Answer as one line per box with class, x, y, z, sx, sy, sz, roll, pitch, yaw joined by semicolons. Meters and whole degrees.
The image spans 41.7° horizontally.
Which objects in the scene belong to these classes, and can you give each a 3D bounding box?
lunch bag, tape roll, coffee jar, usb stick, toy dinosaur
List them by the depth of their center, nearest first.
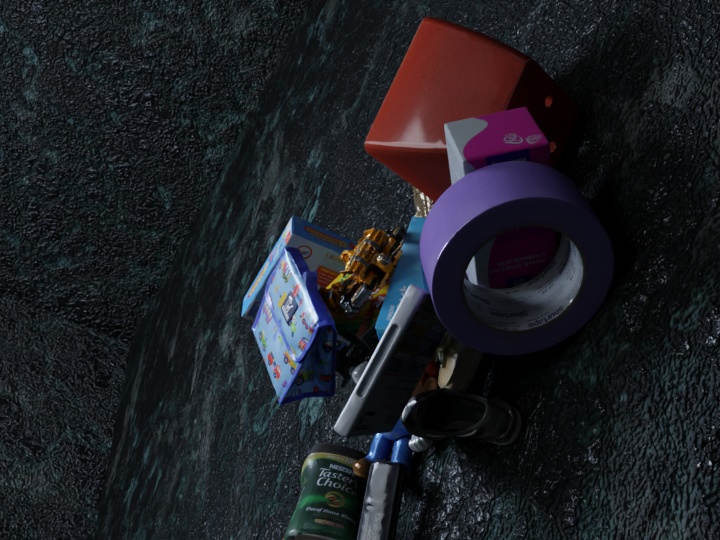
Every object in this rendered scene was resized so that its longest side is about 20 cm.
tape roll;0.168;-0.012;1.034;0.200;0.199;0.085;-58;23;26
usb stick;0.020;0.341;1.203;0.055;0.033;0.201;-3;68;38
coffee jar;-0.043;0.330;1.323;0.200;0.104;0.086;-77;-1;-61
lunch bag;-0.084;0.074;1.389;0.201;0.094;0.151;107;147;-44
toy dinosaur;0.027;0.122;1.435;0.136;0.102;0.200;-40;9;24

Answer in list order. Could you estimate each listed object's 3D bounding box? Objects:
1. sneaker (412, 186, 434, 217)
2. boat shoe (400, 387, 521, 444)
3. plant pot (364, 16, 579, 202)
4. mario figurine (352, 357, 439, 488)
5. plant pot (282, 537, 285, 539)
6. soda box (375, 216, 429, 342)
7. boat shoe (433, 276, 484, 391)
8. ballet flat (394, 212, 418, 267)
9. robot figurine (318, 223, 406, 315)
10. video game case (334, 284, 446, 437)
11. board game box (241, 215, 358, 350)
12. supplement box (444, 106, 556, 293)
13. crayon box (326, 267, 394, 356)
sneaker;0.134;-0.156;1.419;0.070;0.108;0.201;-156;55;-66
boat shoe;0.107;0.172;1.150;0.200;0.057;0.067;-5;63;52
plant pot;0.161;-0.191;1.231;0.176;0.200;0.201;18;80;48
mario figurine;0.041;0.186;1.284;0.106;0.123;0.201;104;179;-82
plant pot;-0.095;0.472;1.299;0.187;0.186;0.200;-53;9;36
soda box;0.082;0.022;1.295;0.064;0.067;0.201;74;-151;-49
boat shoe;0.127;0.070;1.256;0.073;0.062;0.201;-33;40;58
ballet flat;0.071;-0.025;1.524;0.201;0.046;0.067;-62;21;18
robot figurine;0.000;0.000;1.333;0.145;0.058;0.200;-59;7;-18
video game case;0.047;0.111;1.121;0.183;0.022;0.200;-62;-19;1
board game box;-0.072;0.030;1.617;0.196;0.199;0.056;-56;22;30
supplement box;0.165;-0.074;1.105;0.104;0.101;0.201;-102;0;-57
crayon box;0.004;0.046;1.452;0.127;0.051;0.200;-44;31;-14
